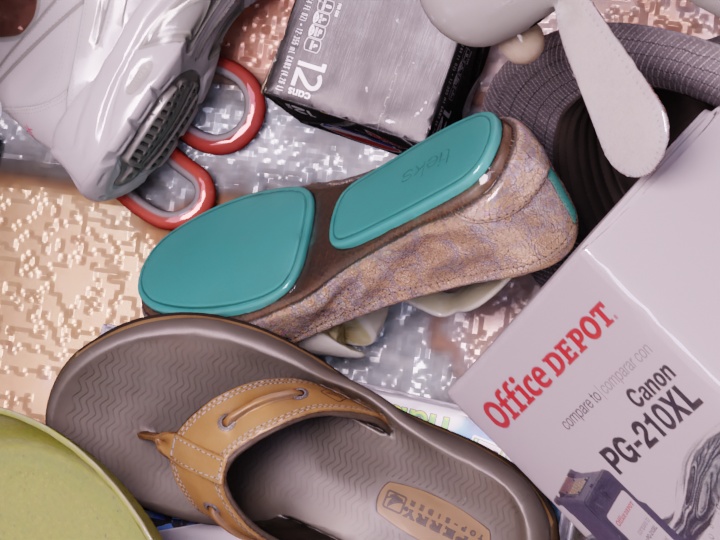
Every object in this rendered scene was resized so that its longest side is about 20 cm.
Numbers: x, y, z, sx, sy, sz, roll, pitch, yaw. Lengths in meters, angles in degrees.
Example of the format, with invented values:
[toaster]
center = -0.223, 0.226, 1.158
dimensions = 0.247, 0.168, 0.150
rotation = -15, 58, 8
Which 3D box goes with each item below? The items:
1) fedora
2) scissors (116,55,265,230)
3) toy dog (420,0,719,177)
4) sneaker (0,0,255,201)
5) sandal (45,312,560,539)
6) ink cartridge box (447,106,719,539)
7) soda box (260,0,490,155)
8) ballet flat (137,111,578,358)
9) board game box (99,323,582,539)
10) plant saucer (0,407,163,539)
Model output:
[fedora]
center = 0.149, -0.033, 1.058
dimensions = 0.199, 0.178, 0.090
rotation = 15, 47, 43
[scissors]
center = -0.119, -0.102, 1.176
dimensions = 0.200, 0.014, 0.073
rotation = 44, 95, 12
[toy dog]
center = 0.124, -0.087, 0.943
dimensions = 0.199, 0.097, 0.132
rotation = 16, 55, 48
[sneaker]
center = -0.079, -0.132, 1.127
dimensions = 0.099, 0.078, 0.201
rotation = 35, 90, 12
[sandal]
center = -0.026, 0.076, 1.068
dimensions = 0.199, 0.055, 0.082
rotation = 25, 106, 13
[ink cartridge box]
center = 0.142, 0.064, 1.003
dimensions = 0.200, 0.145, 0.084
rotation = 45, 62, 4
[soda box]
center = 0.031, -0.146, 1.125
dimensions = 0.070, 0.063, 0.201
rotation = 18, 88, 12
[ballet flat]
center = 0.000, 0.000, 1.101
dimensions = 0.199, 0.067, 0.068
rotation = -16, 44, 43
[board game box]
center = -0.018, 0.103, 1.117
dimensions = 0.199, 0.035, 0.127
rotation = 13, 86, 15
[plant saucer]
center = -0.126, 0.147, 1.103
dimensions = 0.199, 0.031, 0.202
rotation = 8, 103, 38
